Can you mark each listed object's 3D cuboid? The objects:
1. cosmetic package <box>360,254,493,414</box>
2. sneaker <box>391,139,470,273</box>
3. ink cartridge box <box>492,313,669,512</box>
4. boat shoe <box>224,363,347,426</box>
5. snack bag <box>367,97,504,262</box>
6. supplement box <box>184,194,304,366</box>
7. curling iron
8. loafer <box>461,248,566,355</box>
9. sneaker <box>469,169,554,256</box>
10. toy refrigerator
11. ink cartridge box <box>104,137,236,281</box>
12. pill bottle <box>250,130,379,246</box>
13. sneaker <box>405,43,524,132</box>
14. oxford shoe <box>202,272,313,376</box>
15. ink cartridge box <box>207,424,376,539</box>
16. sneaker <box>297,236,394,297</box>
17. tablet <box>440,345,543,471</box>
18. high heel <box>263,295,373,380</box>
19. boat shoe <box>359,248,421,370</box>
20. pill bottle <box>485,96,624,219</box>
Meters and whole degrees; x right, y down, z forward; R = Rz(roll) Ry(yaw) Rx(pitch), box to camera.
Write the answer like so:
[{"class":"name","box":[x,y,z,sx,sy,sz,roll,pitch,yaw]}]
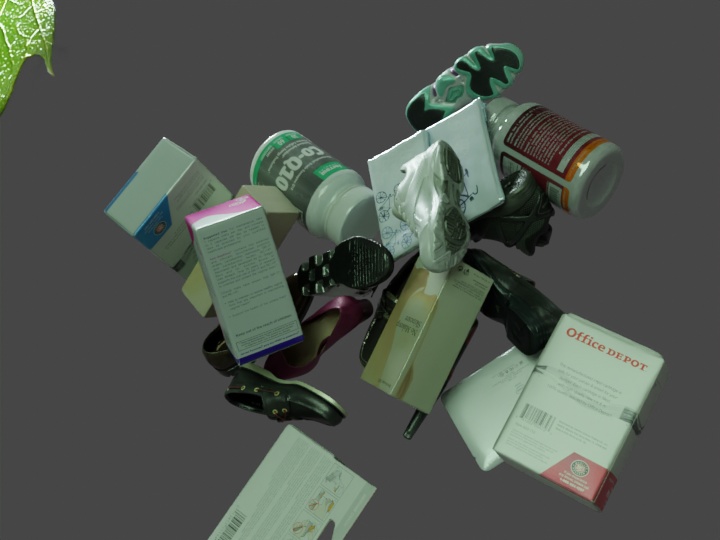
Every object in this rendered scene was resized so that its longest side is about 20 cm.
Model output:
[{"class":"cosmetic package","box":[0.088,0.080,1.659,0.201,0.071,0.105,-64,25,-4]},{"class":"sneaker","box":[0.087,-0.073,1.637,0.099,0.078,0.201,-22,46,30]},{"class":"ink cartridge box","box":[0.280,0.177,1.550,0.146,0.083,0.201,25,80,26]},{"class":"boat shoe","box":[-0.105,0.186,1.729,0.200,0.074,0.063,15,60,36]},{"class":"snack bag","box":[0.103,-0.125,1.709,0.199,0.021,0.190,-27,53,26]},{"class":"supplement box","box":[-0.161,0.011,1.699,0.103,0.201,0.101,-21,19,-11]},{"class":"curling iron","box":[0.107,0.141,1.690,0.049,0.026,0.201,14,73,38]},{"class":"loafer","box":[0.207,0.035,1.680,0.072,0.073,0.200,-18,48,-22]},{"class":"sneaker","box":[0.190,-0.059,1.721,0.199,0.114,0.076,-24,28,43]},{"class":"toy refrigerator","box":[-0.179,-0.029,1.814,0.070,0.076,0.201,47,118,26]},{"class":"ink cartridge box","box":[-0.266,-0.081,1.858,0.084,0.200,0.145,33,82,35]},{"class":"pill bottle","box":[-0.063,-0.117,1.837,0.200,0.113,0.113,36,83,32]},{"class":"sneaker","box":[0.166,-0.280,1.813,0.199,0.140,0.078,-27,96,30]},{"class":"oxford shoe","box":[-0.147,0.070,1.802,0.200,0.084,0.073,-43,55,-3]},{"class":"ink cartridge box","box":[-0.087,0.337,1.668,0.176,0.045,0.201,30,81,33]},{"class":"sneaker","box":[0.000,0.000,1.733,0.199,0.088,0.075,-10,74,55]},{"class":"tablet","box":[0.216,0.163,1.638,0.199,0.014,0.131,-34,57,6]},{"class":"high heel","box":[-0.077,0.096,1.731,0.200,0.096,0.068,-40,75,20]},{"class":"boat shoe","box":[0.053,0.049,1.733,0.073,0.065,0.201,25,78,29]},{"class":"pill bottle","box":[0.257,-0.163,1.717,0.200,0.113,0.113,35,83,32]}]
